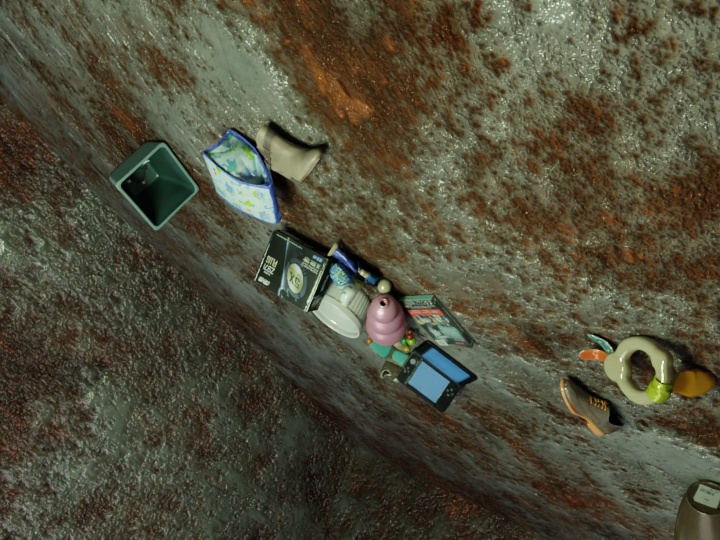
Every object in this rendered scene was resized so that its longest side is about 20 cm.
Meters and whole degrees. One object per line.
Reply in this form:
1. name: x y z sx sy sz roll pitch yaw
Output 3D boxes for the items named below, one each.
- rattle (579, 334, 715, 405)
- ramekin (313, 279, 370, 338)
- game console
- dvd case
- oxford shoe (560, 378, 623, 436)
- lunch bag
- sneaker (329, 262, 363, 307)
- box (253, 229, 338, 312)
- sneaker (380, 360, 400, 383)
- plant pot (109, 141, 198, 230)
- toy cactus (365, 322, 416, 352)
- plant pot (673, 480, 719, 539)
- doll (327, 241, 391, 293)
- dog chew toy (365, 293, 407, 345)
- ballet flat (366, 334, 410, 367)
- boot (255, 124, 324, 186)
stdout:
1. rattle: 0.559 0.180 1.055 0.199 0.139 0.134 -174 67 -73
2. ramekin: -0.059 0.108 1.665 0.197 0.106 0.202 30 156 15
3. game console: 0.235 0.338 1.676 0.198 0.178 0.116 36 -175 1
4. dvd case: 0.210 0.141 1.466 0.200 0.022 0.145 48 154 -20
5. oxford shoe: 0.556 0.320 1.283 0.199 0.072 0.072 40 136 -19
6. lunch bag: -0.281 -0.223 1.342 0.199 0.127 0.171 41 161 17
7. sneaker: -0.051 0.036 1.481 0.104 0.076 0.200 39 -173 0
8. box: -0.188 -0.001 1.553 0.197 0.167 0.086 29 -170 17
9. sneaker: 0.153 0.374 1.892 0.197 0.076 0.071 7 143 49
10. plant pot: -0.682 -0.289 1.709 0.198 0.197 0.198 26 156 43
11. toy cactus: 0.104 0.212 1.669 0.196 0.105 0.165 5 152 36
12. plant pot: 0.852 0.616 1.290 0.184 0.186 0.204 6 128 48
13. doll: 0.000 0.000 1.453 0.198 0.049 0.136 37 176 -5
14. dog chew toy: 0.071 0.132 1.497 0.122 0.126 0.201 27 160 18
15. ballet flat: 0.104 0.279 1.813 0.197 0.069 0.075 32 172 6
16. boot: -0.167 -0.267 1.188 0.146 0.071 0.199 43 155 -10
